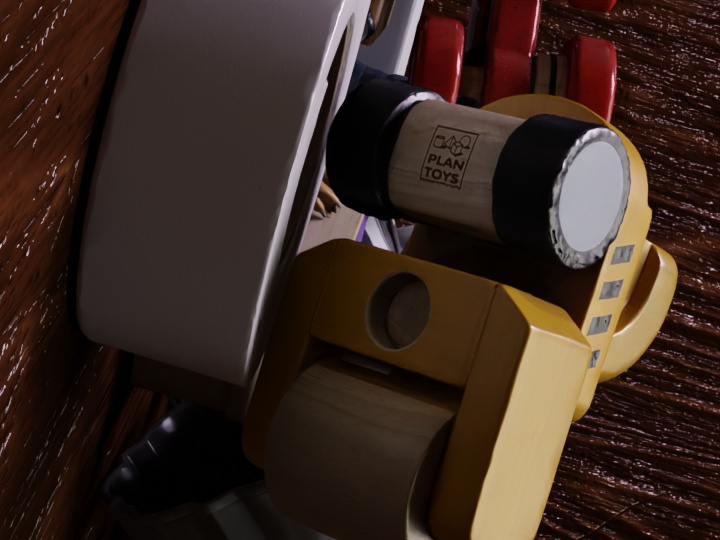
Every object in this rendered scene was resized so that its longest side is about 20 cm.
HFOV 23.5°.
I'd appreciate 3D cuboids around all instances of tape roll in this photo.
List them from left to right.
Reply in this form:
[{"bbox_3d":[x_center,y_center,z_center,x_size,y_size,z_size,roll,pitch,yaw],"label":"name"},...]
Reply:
[{"bbox_3d":[-0.049,-0.061,0.688,0.202,0.070,0.205,17,90,-88],"label":"tape roll"}]

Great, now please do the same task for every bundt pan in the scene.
[{"bbox_3d":[-0.025,0.097,0.863,0.076,0.200,0.202,63,15,-14],"label":"bundt pan"}]

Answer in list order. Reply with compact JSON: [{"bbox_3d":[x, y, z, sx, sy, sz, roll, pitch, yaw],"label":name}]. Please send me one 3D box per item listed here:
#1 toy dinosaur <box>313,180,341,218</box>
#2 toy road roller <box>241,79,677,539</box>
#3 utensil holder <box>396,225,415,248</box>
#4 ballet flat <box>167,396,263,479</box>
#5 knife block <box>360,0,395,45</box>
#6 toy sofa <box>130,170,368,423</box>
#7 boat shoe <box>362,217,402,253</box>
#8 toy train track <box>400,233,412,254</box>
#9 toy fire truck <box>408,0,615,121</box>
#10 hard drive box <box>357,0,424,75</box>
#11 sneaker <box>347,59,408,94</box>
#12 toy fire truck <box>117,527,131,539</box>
[{"bbox_3d":[-0.034,-0.087,0.833,0.201,0.060,0.107,57,39,-43],"label":"toy dinosaur"},{"bbox_3d":[0.055,0.025,0.722,0.145,0.122,0.202,24,84,-50],"label":"toy road roller"},{"bbox_3d":[0.031,0.098,1.140,0.201,0.168,0.171,-61,170,-46],"label":"utensil holder"},{"bbox_3d":[-0.032,0.111,0.973,0.065,0.200,0.070,-45,165,12],"label":"ballet flat"},{"bbox_3d":[-0.016,-0.160,0.995,0.201,0.063,0.177,105,2,-58],"label":"knife block"},{"bbox_3d":[-0.045,-0.008,0.903,0.201,0.096,0.084,-73,179,-61],"label":"toy sofa"},{"bbox_3d":[0.000,0.000,1.023,0.070,0.066,0.201,-40,-132,26],"label":"boat shoe"},{"bbox_3d":[0.074,-0.016,0.873,0.115,0.032,0.200,-58,-147,-3],"label":"toy train track"},{"bbox_3d":[0.085,-0.141,1.015,0.168,0.111,0.203,-149,-114,-89],"label":"toy fire truck"},{"bbox_3d":[-0.007,-0.148,1.240,0.156,0.076,0.202,-71,178,-64],"label":"hard drive box"},{"bbox_3d":[-0.007,-0.037,1.142,0.077,0.145,0.204,-76,-176,-71],"label":"sneaker"},{"bbox_3d":[-0.113,0.210,1.032,0.201,0.111,0.169,-70,151,-50],"label":"toy fire truck"}]
